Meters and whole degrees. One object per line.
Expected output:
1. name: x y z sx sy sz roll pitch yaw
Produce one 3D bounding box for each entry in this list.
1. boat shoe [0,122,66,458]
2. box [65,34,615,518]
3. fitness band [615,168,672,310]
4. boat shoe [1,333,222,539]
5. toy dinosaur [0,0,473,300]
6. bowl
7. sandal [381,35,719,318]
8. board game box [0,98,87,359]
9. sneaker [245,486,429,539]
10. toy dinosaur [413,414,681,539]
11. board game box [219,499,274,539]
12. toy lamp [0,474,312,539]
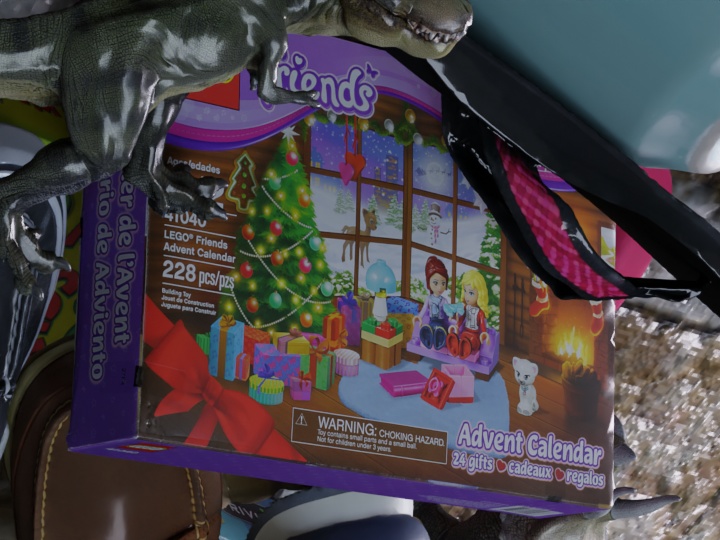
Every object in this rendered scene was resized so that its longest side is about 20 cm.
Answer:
1. boat shoe: -0.137 0.050 0.889 0.072 0.068 0.200 13 120 -35
2. box: 0.000 0.000 0.938 0.199 0.138 0.039 11 165 -40
3. fitness band: 0.023 -0.010 1.070 0.199 0.037 0.144 -2 132 -35
4. boat shoe: -0.076 0.101 0.967 0.072 0.068 0.201 -8 137 -10
5. toy dinosaur: -0.070 -0.045 0.816 0.199 0.048 0.088 -11 129 -19
6. bowl: 0.122 -0.106 0.931 0.200 0.105 0.201 -35 169 -8
7. sandal: 0.053 -0.028 0.924 0.200 0.075 0.045 37 86 -19
8. board game box: -0.114 -0.008 0.934 0.200 0.048 0.102 20 116 -38
9. sneaker: -0.010 0.139 1.038 0.070 0.082 0.200 -13 160 -8
10. toy dinosaur: 0.070 0.127 1.187 0.077 0.102 0.200 -24 139 -15
11. board game box: -0.091 0.172 1.153 0.200 0.047 0.151 -48 140 12
12. toy lamp: -0.062 0.076 1.038 0.199 0.058 0.058 -14 138 -5
